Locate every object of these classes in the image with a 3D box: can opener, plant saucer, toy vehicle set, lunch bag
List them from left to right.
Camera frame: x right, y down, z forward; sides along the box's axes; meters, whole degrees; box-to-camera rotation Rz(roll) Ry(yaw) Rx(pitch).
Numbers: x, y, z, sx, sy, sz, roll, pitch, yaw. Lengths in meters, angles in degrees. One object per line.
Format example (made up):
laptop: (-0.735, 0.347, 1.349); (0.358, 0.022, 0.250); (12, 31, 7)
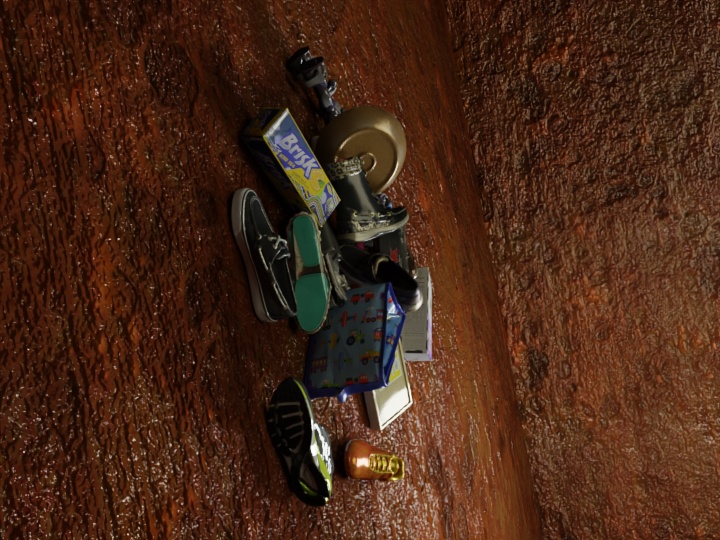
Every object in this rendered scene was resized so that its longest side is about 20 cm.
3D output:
can opener: (-0.070, -0.027, 0.976); (0.053, 0.066, 0.204); (47, 19, -58)
lunch bag: (-0.014, 0.132, 0.926); (0.203, 0.147, 0.095); (-76, 146, -46)
plant saucer: (0.005, -0.221, 1.073); (0.202, 0.197, 0.036); (57, 4, -41)
toy vehicle set: (0.049, 0.212, 1.140); (0.123, 0.026, 0.206); (-22, 104, -48)

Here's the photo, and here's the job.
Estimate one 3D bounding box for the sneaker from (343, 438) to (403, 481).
sneaker: (0.027, 0.359, 1.023); (0.199, 0.075, 0.075); (37, 49, -56)

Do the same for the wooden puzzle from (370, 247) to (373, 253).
wooden puzzle: (0.051, 0.077, 1.263); (0.203, 0.036, 0.187); (-83, 152, -46)

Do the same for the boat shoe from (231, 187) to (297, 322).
boat shoe: (-0.137, -0.026, 0.808); (0.071, 0.066, 0.206); (-16, 95, -67)

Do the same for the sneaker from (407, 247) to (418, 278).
sneaker: (0.075, -0.058, 1.263); (0.202, 0.069, 0.077); (-118, -169, -46)

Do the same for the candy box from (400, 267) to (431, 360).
candy box: (0.138, 0.111, 1.329); (0.168, 0.069, 0.206); (57, 34, -72)

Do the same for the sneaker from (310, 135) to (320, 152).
sneaker: (-0.015, -0.224, 1.140); (0.200, 0.097, 0.071); (37, 42, -55)

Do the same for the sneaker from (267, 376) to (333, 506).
sneaker: (-0.086, 0.252, 0.826); (0.081, 0.072, 0.206); (-62, 143, -69)

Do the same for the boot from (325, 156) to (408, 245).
boot: (0.016, -0.146, 1.050); (0.201, 0.072, 0.158); (-25, 106, -45)

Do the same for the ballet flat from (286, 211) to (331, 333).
ballet flat: (-0.089, 0.004, 0.922); (0.064, 0.073, 0.206); (149, -62, -79)

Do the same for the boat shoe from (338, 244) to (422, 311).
boat shoe: (0.034, -0.001, 1.011); (0.072, 0.198, 0.066); (-42, 154, -28)

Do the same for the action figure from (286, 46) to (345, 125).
action figure: (-0.070, -0.352, 1.101); (0.200, 0.068, 0.132); (51, 12, -55)

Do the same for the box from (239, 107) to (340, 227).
box: (-0.113, -0.170, 0.909); (0.071, 0.063, 0.201); (-54, 136, -23)

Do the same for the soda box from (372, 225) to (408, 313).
soda box: (0.065, -0.009, 1.153); (0.071, 0.061, 0.206); (124, -35, -71)

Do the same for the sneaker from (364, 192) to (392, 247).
sneaker: (0.036, -0.158, 1.258); (0.077, 0.083, 0.206); (21, 61, -63)

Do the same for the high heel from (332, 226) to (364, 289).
high heel: (0.000, 0.000, 1.119); (0.095, 0.066, 0.206); (-12, 88, -57)
